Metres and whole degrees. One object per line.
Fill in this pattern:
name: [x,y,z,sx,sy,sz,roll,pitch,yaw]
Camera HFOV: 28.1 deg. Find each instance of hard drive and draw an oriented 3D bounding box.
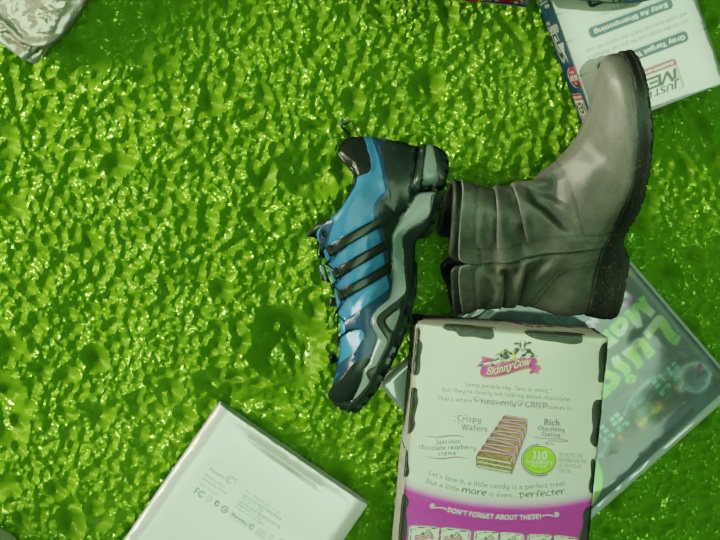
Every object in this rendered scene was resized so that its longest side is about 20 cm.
hard drive: [-0.106,0.215,1.053,0.132,0.025,0.200,35,91,-5]

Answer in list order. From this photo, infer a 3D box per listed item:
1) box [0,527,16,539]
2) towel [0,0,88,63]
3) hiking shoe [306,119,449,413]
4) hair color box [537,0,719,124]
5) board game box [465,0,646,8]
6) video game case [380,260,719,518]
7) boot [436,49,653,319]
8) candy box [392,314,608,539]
box: [-0.360,0.244,0.950,0.171,0.199,0.200,31,93,-6]
towel: [-0.224,-0.258,1.004,0.132,0.034,0.200,33,91,-6]
hiking shoe: [0.000,0.000,1.028,0.086,0.074,0.200,15,83,2]
hair color box: [0.175,-0.209,1.022,0.100,0.061,0.200,-20,95,1]
board game box: [0.118,-0.259,0.896,0.199,0.200,0.062,6,51,-1]
video game case: [0.147,0.085,1.062,0.200,0.023,0.182,-42,96,0]
boot: [0.123,-0.054,0.983,0.131,0.070,0.200,3,111,-4]
candy box: [0.096,0.136,1.022,0.136,0.061,0.201,5,95,-3]
